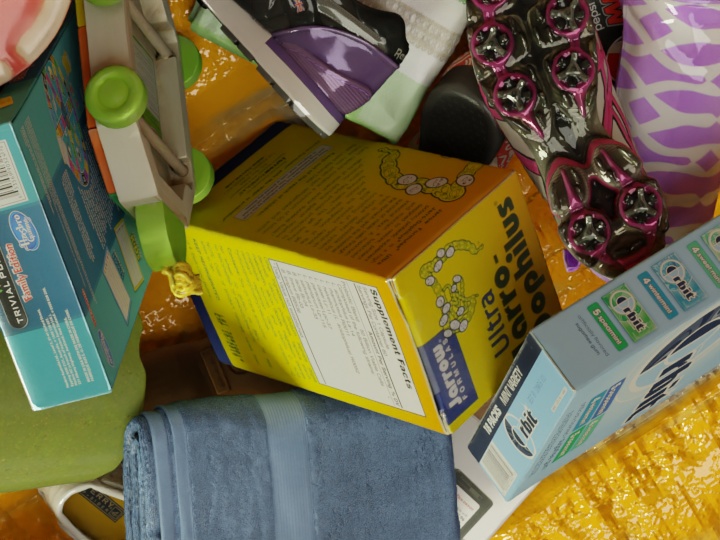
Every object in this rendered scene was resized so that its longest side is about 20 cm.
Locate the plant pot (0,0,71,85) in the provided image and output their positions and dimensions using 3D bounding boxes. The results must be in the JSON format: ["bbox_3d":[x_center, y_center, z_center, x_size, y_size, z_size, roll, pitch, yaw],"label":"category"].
[{"bbox_3d":[-0.228,-0.184,1.297,0.199,0.178,0.202,-7,118,-14],"label":"plant pot"}]

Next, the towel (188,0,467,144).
[{"bbox_3d":[0.005,-0.190,1.412,0.148,0.031,0.201,29,107,4],"label":"towel"}]

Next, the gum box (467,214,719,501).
[{"bbox_3d":[0.165,0.035,1.396,0.199,0.045,0.170,-31,164,-22],"label":"gum box"}]

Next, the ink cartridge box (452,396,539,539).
[{"bbox_3d":[0.057,0.141,1.574,0.068,0.116,0.200,41,100,2],"label":"ink cartridge box"}]

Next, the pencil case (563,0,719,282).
[{"bbox_3d":[0.173,-0.085,1.452,0.085,0.084,0.201,10,114,2],"label":"pencil case"}]

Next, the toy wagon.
[{"bbox_3d":[-0.117,-0.082,1.367,0.039,0.202,0.155,-9,164,9],"label":"toy wagon"}]

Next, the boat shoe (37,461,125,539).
[{"bbox_3d":[-0.119,0.177,1.573,0.071,0.070,0.200,-44,119,8],"label":"boat shoe"}]

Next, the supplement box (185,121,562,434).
[{"bbox_3d":[0.000,0.000,1.431,0.109,0.199,0.109,-41,126,-29],"label":"supplement box"}]

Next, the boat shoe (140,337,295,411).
[{"bbox_3d":[-0.070,0.069,1.542,0.198,0.071,0.070,-11,156,-8],"label":"boat shoe"}]

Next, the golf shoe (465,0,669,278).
[{"bbox_3d":[0.109,-0.088,1.395,0.072,0.092,0.201,-21,87,3],"label":"golf shoe"}]

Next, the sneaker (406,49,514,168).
[{"bbox_3d":[0.064,-0.069,1.503,0.067,0.108,0.202,35,141,8],"label":"sneaker"}]

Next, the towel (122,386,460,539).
[{"bbox_3d":[-0.041,0.124,1.459,0.198,0.048,0.113,-4,94,-24],"label":"towel"}]

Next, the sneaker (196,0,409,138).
[{"bbox_3d":[-0.055,-0.176,1.390,0.087,0.076,0.200,-42,98,4],"label":"sneaker"}]

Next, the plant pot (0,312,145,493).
[{"bbox_3d":[-0.230,0.056,1.428,0.189,0.200,0.201,5,115,-33],"label":"plant pot"}]

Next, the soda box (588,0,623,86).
[{"bbox_3d":[0.141,-0.167,1.481,0.070,0.063,0.201,-23,120,-4],"label":"soda box"}]

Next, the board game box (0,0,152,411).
[{"bbox_3d":[-0.161,-0.040,1.334,0.047,0.200,0.152,-14,112,10],"label":"board game box"}]
